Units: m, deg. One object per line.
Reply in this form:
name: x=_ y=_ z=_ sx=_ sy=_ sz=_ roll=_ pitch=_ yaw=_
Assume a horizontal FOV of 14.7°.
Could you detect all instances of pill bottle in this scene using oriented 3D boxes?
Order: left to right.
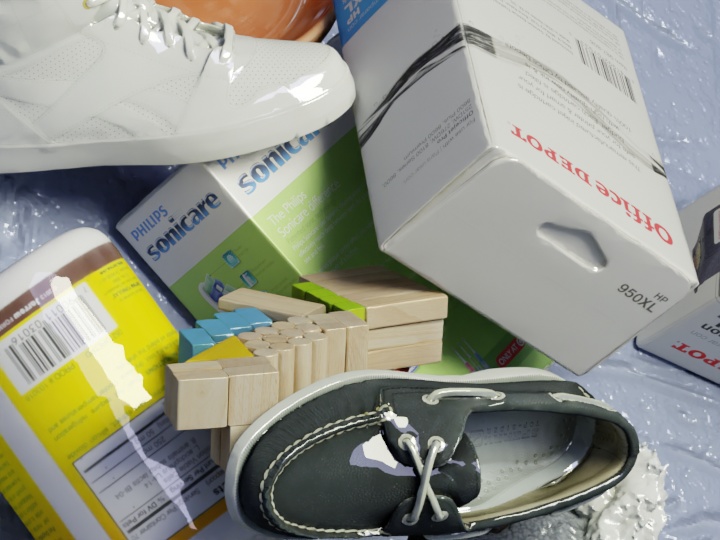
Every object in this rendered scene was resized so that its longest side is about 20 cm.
pill bottle: x=-0.108 y=0.087 z=1.282 sx=0.109 sy=0.109 sz=0.200 roll=-34 pitch=88 yaw=-42

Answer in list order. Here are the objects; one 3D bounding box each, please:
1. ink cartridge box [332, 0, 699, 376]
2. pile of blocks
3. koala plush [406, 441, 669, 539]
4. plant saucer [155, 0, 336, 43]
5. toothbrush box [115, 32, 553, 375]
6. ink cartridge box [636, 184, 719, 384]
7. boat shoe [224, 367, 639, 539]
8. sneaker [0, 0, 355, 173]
ink cartridge box: x=0.073 y=-0.067 z=1.375 sx=0.145 sy=0.084 sz=0.200 roll=32 pitch=31 yaw=-31
pile of blocks: x=-0.036 y=0.050 z=1.273 sx=0.200 sy=0.082 sz=0.062 roll=-22 pitch=120 yaw=-55
koala plush: x=0.072 y=0.180 z=1.323 sx=0.184 sy=0.177 sz=0.200 roll=32 pitch=41 yaw=-13
plant saucer: x=-0.104 y=-0.171 z=1.453 sx=0.200 sy=0.032 sz=0.200 roll=10 pitch=50 yaw=-12
toothbrush box: x=0.000 y=0.000 z=1.424 sx=0.200 sy=0.086 sz=0.146 roll=49 pitch=45 yaw=-4
ink cartridge box: x=0.268 y=-0.001 z=1.543 sx=0.145 sy=0.200 sz=0.084 roll=24 pitch=56 yaw=-23
boat shoe: x=0.035 y=0.081 z=1.221 sx=0.200 sy=0.060 sz=0.076 roll=-13 pitch=112 yaw=-35
sneaker: x=-0.106 y=-0.114 z=1.334 sx=0.200 sy=0.116 sz=0.074 roll=-7 pitch=27 yaw=-1
